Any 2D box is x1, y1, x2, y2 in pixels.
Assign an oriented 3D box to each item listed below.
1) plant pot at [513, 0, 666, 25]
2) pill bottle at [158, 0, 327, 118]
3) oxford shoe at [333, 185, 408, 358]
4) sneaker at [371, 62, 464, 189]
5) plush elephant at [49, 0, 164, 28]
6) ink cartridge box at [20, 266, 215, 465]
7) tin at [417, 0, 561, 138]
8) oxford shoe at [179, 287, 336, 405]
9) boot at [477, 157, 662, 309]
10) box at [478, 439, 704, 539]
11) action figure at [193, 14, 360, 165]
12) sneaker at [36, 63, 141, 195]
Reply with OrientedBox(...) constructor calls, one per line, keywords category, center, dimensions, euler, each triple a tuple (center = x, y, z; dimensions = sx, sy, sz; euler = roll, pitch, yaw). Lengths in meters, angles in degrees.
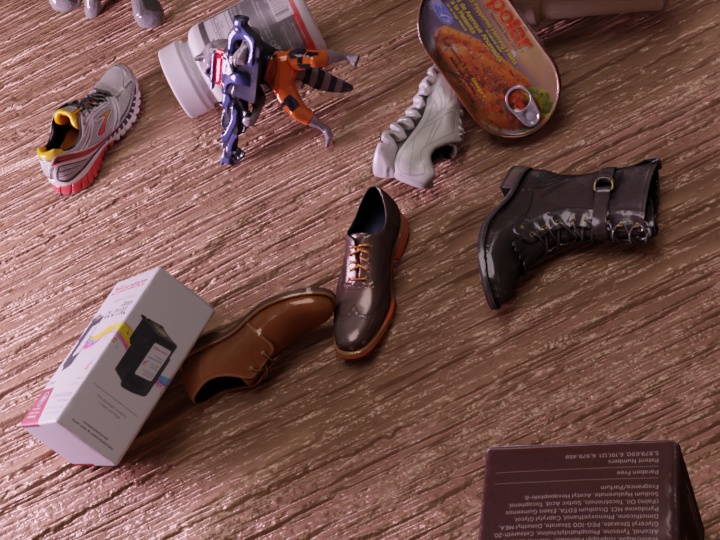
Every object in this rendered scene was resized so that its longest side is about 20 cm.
OrientedBox(category="plant pot", center=(0.269, -0.375, 1.515), dimensions=(0.181, 0.202, 0.203), euler=(6, 56, 14))
OrientedBox(category="pill bottle", center=(-0.150, -0.283, 1.672), dimensions=(0.198, 0.114, 0.115), euler=(-26, 48, 4))
OrientedBox(category="oxford shoe", center=(0.000, 0.000, 1.410), dimensions=(0.070, 0.073, 0.202), euler=(-4, 54, 22))
OrientedBox(category="sneaker", center=(0.091, -0.174, 1.514), dimensions=(0.080, 0.075, 0.201), euler=(26, 65, 16))
OrientedBox(category="plush elephant", center=(-0.383, -0.438, 1.889), dimensions=(0.162, 0.154, 0.203), euler=(-1, 83, -24))
OrientedBox(category="ink cartridge box", center=(-0.263, 0.105, 1.407), dimensions=(0.145, 0.083, 0.201), euler=(-16, 39, 59))
OrientedBox(category="tin", center=(0.147, -0.245, 1.470), dimensions=(0.111, 0.201, 0.042), euler=(-34, 3, 25))
OrientedBox(category="oxford shoe", center=(-0.106, 0.085, 1.402), dimensions=(0.198, 0.071, 0.072), euler=(-31, 51, 16))
OrientedBox(category="boot", center=(0.220, -0.043, 1.345), dimensions=(0.172, 0.070, 0.202), euler=(3, 54, 27))
OrientedBox(category="box", center=(0.189, 0.265, 1.055), dimensions=(0.162, 0.167, 0.202), euler=(-5, 52, 20))
OrientedBox(category="action figure", center=(-0.113, -0.221, 1.597), dimensions=(0.191, 0.202, 0.105), euler=(22, 36, 2))
OrientedBox(category="sneaker", center=(-0.358, -0.199, 1.726), dimensions=(0.077, 0.082, 0.202), euler=(7, 57, 29))
